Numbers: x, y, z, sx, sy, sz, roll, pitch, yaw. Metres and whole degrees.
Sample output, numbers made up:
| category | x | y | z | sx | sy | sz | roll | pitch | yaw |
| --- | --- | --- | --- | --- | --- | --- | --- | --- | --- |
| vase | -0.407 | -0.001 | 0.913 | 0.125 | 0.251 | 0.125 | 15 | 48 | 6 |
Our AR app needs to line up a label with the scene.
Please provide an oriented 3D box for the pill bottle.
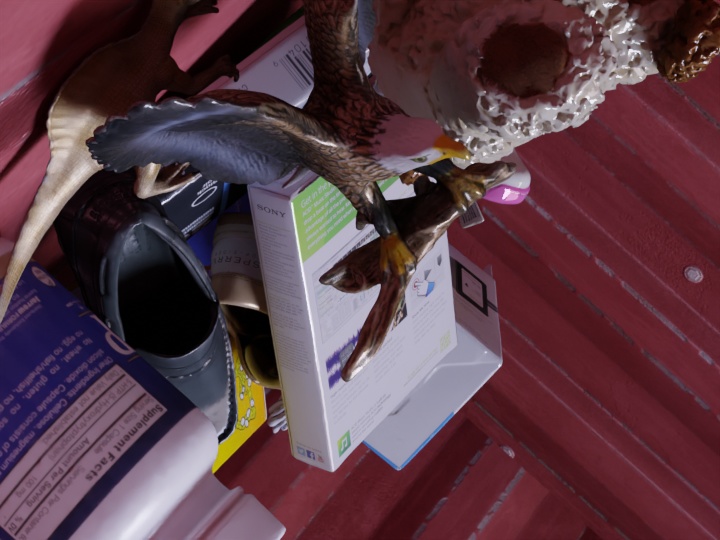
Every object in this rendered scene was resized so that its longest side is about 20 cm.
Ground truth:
| category | x | y | z | sx | sy | sz | roll | pitch | yaw |
| --- | --- | --- | --- | --- | --- | --- | --- | --- | --- |
| pill bottle | -0.139 | 0.091 | 0.926 | 0.120 | 0.200 | 0.120 | -48 | 178 | -2 |

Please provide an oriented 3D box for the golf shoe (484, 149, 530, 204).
| category | x | y | z | sx | sy | sz | roll | pitch | yaw |
| --- | --- | --- | --- | --- | --- | --- | --- | --- | --- |
| golf shoe | 0.058 | -0.128 | 1.340 | 0.075 | 0.200 | 0.092 | 0 | 131 | -49 |

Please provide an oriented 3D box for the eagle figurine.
| category | x | y | z | sx | sy | sz | roll | pitch | yaw |
| --- | --- | --- | --- | --- | --- | --- | --- | --- | --- |
| eagle figurine | -0.015 | -0.073 | 0.842 | 0.151 | 0.200 | 0.152 | -19 | -134 | 30 |

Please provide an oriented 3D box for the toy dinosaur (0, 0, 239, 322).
| category | x | y | z | sx | sy | sz | roll | pitch | yaw |
| --- | --- | --- | --- | --- | --- | --- | --- | --- | --- |
| toy dinosaur | -0.113 | -0.065 | 0.860 | 0.200 | 0.058 | 0.101 | -57 | 161 | 11 |

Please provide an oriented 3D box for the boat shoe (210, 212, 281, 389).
| category | x | y | z | sx | sy | sz | roll | pitch | yaw |
| --- | --- | --- | --- | --- | --- | --- | --- | --- | --- |
| boat shoe | -0.048 | 0.041 | 1.194 | 0.200 | 0.074 | 0.069 | 56 | 44 | -52 |

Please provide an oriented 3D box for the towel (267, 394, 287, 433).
| category | x | y | z | sx | sy | sz | roll | pitch | yaw |
| --- | --- | --- | --- | --- | --- | --- | --- | --- | --- |
| towel | 0.004 | 0.024 | 1.437 | 0.147 | 0.024 | 0.200 | -40 | -164 | 41 |

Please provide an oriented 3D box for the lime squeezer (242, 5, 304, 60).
| category | x | y | z | sx | sy | sz | roll | pitch | yaw |
| --- | --- | --- | --- | --- | --- | --- | --- | --- | --- |
| lime squeezer | 0.013 | -0.189 | 1.141 | 0.200 | 0.038 | 0.071 | -48 | 178 | -25 |

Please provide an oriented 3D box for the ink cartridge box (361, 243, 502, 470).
| category | x | y | z | sx | sy | sz | roll | pitch | yaw |
| --- | --- | --- | --- | --- | --- | --- | --- | --- | --- |
| ink cartridge box | 0.042 | 0.049 | 1.442 | 0.116 | 0.068 | 0.200 | -47 | -168 | 16 |

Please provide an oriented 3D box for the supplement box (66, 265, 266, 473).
| category | x | y | z | sx | sy | sz | roll | pitch | yaw |
| --- | --- | --- | --- | --- | --- | --- | --- | --- | --- |
| supplement box | -0.144 | 0.074 | 1.174 | 0.200 | 0.109 | 0.110 | -42 | 130 | -66 |

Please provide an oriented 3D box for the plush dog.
| category | x | y | z | sx | sy | sz | roll | pitch | yaw |
| --- | --- | --- | --- | --- | --- | --- | --- | --- | --- |
| plush dog | 0.095 | -0.126 | 0.997 | 0.172 | 0.200 | 0.161 | -24 | 143 | -17 |

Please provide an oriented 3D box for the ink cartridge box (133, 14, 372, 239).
| category | x | y | z | sx | sy | sz | roll | pitch | yaw |
| --- | --- | --- | --- | --- | --- | --- | --- | --- | --- |
| ink cartridge box | -0.073 | -0.072 | 1.121 | 0.198 | 0.043 | 0.200 | -39 | 177 | -12 |

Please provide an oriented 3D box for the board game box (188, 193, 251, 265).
| category | x | y | z | sx | sy | sz | roll | pitch | yaw |
| --- | --- | --- | --- | --- | --- | --- | --- | --- | --- |
| board game box | -0.080 | -0.024 | 1.414 | 0.159 | 0.097 | 0.200 | -49 | 177 | 18 |

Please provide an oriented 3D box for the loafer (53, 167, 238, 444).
| category | x | y | z | sx | sy | sz | roll | pitch | yaw |
| --- | --- | --- | --- | --- | --- | --- | --- | --- | --- |
| loafer | -0.105 | 0.030 | 1.003 | 0.068 | 0.070 | 0.201 | -33 | 134 | -15 |

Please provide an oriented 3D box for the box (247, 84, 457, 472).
| category | x | y | z | sx | sy | sz | roll | pitch | yaw |
| --- | --- | --- | --- | --- | --- | --- | --- | --- | --- |
| box | 0.000 | 0.000 | 1.146 | 0.144 | 0.036 | 0.200 | -42 | 139 | -40 |
